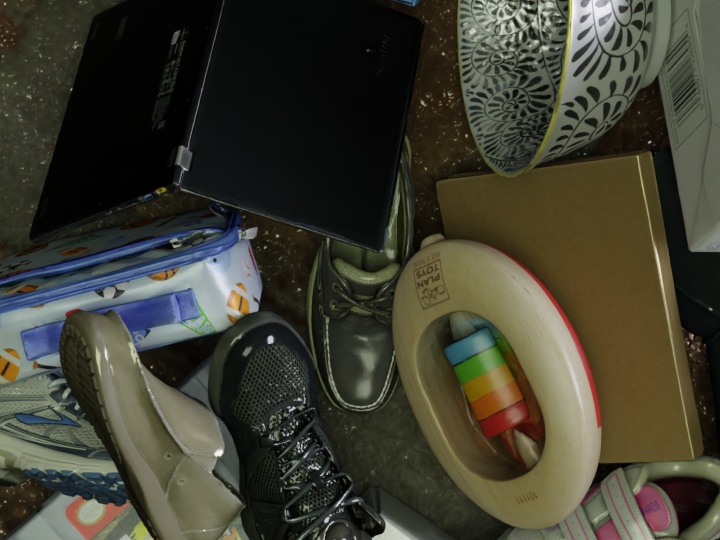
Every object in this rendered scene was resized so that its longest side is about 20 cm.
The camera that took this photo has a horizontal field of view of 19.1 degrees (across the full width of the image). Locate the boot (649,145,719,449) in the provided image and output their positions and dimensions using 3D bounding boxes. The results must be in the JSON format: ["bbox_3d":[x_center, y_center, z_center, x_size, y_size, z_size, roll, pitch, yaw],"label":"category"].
[{"bbox_3d":[0.229,0.028,1.414,0.168,0.201,0.076,39,57,24],"label":"boot"}]

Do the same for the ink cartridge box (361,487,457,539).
[{"bbox_3d":[0.049,0.264,1.446,0.199,0.083,0.146,34,96,-5],"label":"ink cartridge box"}]

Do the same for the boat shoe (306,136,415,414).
[{"bbox_3d":[0.001,0.000,1.420,0.071,0.066,0.203,5,97,0],"label":"boat shoe"}]

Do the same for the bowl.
[{"bbox_3d":[0.136,-0.159,1.349,0.093,0.201,0.203,0,98,-17],"label":"bowl"}]

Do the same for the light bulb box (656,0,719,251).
[{"bbox_3d":[0.299,-0.123,1.314,0.198,0.125,0.200,1,69,-17],"label":"light bulb box"}]

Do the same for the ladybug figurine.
[{"bbox_3d":[0.093,0.066,1.383,0.135,0.072,0.201,-23,89,41],"label":"ladybug figurine"}]

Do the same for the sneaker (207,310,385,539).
[{"bbox_3d":[-0.036,0.121,1.343,0.076,0.114,0.201,-26,129,-25],"label":"sneaker"}]

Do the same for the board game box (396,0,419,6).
[{"bbox_3d":[-0.043,-0.266,1.350,0.198,0.037,0.152,17,121,13],"label":"board game box"}]

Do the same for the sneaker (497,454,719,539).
[{"bbox_3d":[0.166,0.169,1.398,0.199,0.088,0.082,-28,75,-20],"label":"sneaker"}]

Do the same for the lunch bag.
[{"bbox_3d":[-0.156,0.014,1.375,0.198,0.160,0.076,-15,99,3],"label":"lunch bag"}]

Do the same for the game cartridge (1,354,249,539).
[{"bbox_3d":[-0.131,0.171,1.460,0.200,0.041,0.133,-42,99,5],"label":"game cartridge"}]

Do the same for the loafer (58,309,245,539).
[{"bbox_3d":[-0.125,0.095,1.310,0.068,0.076,0.201,-31,131,-15],"label":"loafer"}]

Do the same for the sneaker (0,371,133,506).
[{"bbox_3d":[-0.200,0.101,1.413,0.198,0.077,0.086,8,73,17],"label":"sneaker"}]

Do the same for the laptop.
[{"bbox_3d":[-0.083,-0.091,1.352,0.199,0.188,0.116,-18,136,35],"label":"laptop"}]

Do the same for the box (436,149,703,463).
[{"bbox_3d":[0.136,0.029,1.401,0.163,0.021,0.202,-5,99,39],"label":"box"}]
